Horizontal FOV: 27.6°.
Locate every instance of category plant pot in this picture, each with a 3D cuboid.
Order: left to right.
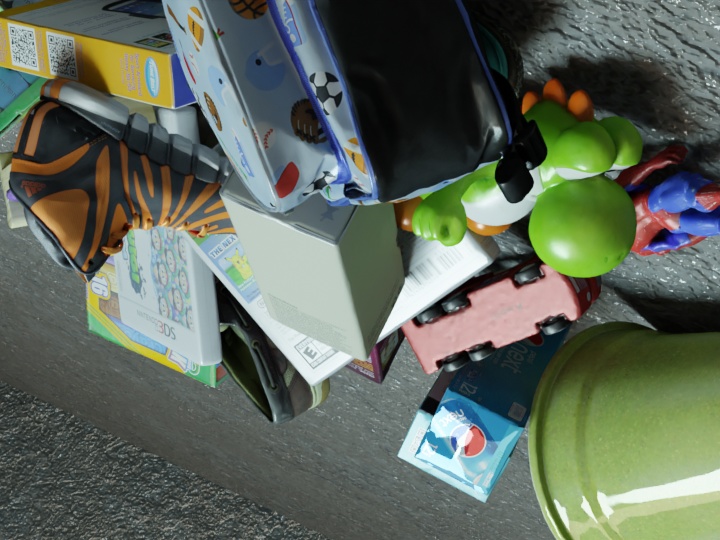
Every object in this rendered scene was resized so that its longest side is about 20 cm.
[{"bbox_3d":[0.250,0.118,1.018,0.200,0.201,0.184,36,151,-21],"label":"plant pot"}]

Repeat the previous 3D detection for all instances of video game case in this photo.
[{"bbox_3d":[-0.166,-0.038,1.190,0.024,0.201,0.182,-11,-166,-27],"label":"video game case"},{"bbox_3d":[-0.028,-0.032,1.035,0.183,0.022,0.200,49,128,-5],"label":"video game case"}]

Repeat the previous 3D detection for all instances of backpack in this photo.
[{"bbox_3d":[-0.013,-0.113,0.726,0.191,0.153,0.201,-142,35,-87],"label":"backpack"}]

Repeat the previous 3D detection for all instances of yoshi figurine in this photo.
[{"bbox_3d":[0.097,-0.039,0.875,0.112,0.113,0.200,45,161,-16],"label":"yoshi figurine"}]

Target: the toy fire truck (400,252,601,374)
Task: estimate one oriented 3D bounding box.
[{"bbox_3d":[0.102,0.019,1.082,0.199,0.141,0.049,-24,98,38],"label":"toy fire truck"}]

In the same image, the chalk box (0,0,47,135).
[{"bbox_3d":[-0.294,-0.164,1.104,0.125,0.124,0.200,48,160,-11],"label":"chalk box"}]

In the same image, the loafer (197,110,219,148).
[{"bbox_3d":[-0.093,-0.065,1.208,0.067,0.076,0.200,30,164,19],"label":"loafer"}]

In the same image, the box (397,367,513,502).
[{"bbox_3d":[0.101,0.110,1.229,0.082,0.049,0.200,27,-153,7],"label":"box"}]

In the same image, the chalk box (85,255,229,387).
[{"bbox_3d":[-0.142,0.014,1.360,0.199,0.124,0.125,22,126,26],"label":"chalk box"}]

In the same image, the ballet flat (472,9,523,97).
[{"bbox_3d":[0.037,-0.123,0.869,0.199,0.068,0.075,21,-176,44],"label":"ballet flat"}]

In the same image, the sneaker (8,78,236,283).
[{"bbox_3d":[-0.143,-0.036,0.973,0.199,0.113,0.077,26,171,-23],"label":"sneaker"}]

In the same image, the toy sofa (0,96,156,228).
[{"bbox_3d":[-0.224,-0.070,1.173,0.082,0.098,0.200,-12,179,-27],"label":"toy sofa"}]

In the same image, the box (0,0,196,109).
[{"bbox_3d":[-0.136,-0.150,0.971,0.199,0.119,0.042,19,120,35],"label":"box"}]

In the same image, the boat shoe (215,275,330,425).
[{"bbox_3d":[-0.110,0.043,1.215,0.201,0.066,0.072,47,141,13],"label":"boat shoe"}]

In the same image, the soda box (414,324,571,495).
[{"bbox_3d":[0.107,0.089,1.139,0.064,0.068,0.200,28,-154,8],"label":"soda box"}]

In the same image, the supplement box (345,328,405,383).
[{"bbox_3d":[0.000,0.000,1.181,0.085,0.111,0.200,25,163,13],"label":"supplement box"}]

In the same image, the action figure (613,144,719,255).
[{"bbox_3d":[0.190,-0.039,0.865,0.065,0.052,0.200,40,166,-16],"label":"action figure"}]

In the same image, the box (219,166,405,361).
[{"bbox_3d":[-0.024,-0.018,0.920,0.082,0.069,0.200,24,161,13],"label":"box"}]
